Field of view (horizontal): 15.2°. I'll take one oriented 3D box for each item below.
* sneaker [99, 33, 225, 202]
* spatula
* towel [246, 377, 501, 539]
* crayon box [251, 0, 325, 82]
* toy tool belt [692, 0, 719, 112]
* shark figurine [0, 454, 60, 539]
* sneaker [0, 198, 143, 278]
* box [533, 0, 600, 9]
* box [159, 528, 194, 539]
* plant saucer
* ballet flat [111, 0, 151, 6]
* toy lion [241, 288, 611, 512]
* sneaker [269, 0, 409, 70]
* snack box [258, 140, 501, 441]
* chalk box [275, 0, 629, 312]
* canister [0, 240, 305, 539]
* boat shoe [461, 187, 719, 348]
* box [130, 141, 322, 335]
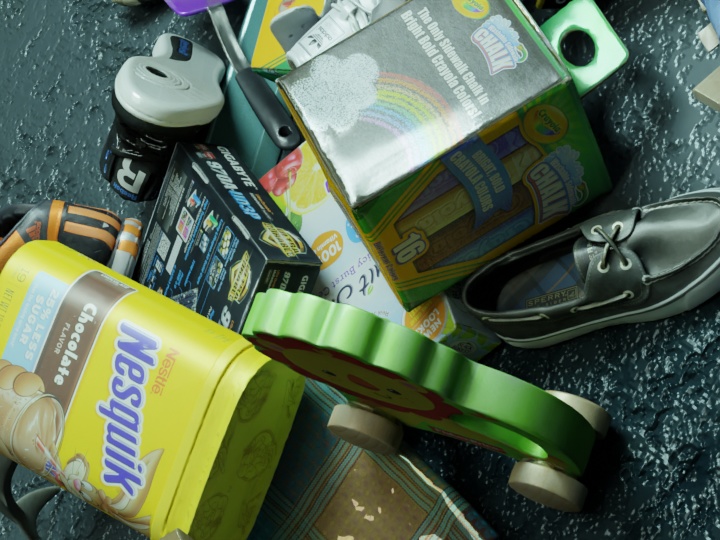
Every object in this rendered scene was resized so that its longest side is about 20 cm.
[{"bbox_3d":[-0.145,-0.092,1.893,0.112,0.073,0.200,-64,0,15],"label":"sneaker"},{"bbox_3d":[-0.088,-0.155,1.917,0.056,0.021,0.201,-21,57,-15],"label":"spatula"},{"bbox_3d":[-0.018,0.157,1.715,0.200,0.022,0.147,43,111,27],"label":"towel"},{"bbox_3d":[0.007,-0.221,1.857,0.118,0.058,0.201,7,79,44],"label":"crayon box"},{"bbox_3d":[0.218,-0.195,1.608,0.123,0.125,0.201,-36,52,17],"label":"toy tool belt"},{"bbox_3d":[-0.226,0.122,1.855,0.090,0.127,0.216,45,129,41],"label":"shark figurine"},{"bbox_3d":[-0.232,0.020,1.914,0.078,0.111,0.201,-84,15,-51],"label":"sneaker"},{"bbox_3d":[0.130,-0.292,1.719,0.160,0.049,0.201,108,155,-55],"label":"box"},{"bbox_3d":[-0.051,0.268,1.644,0.021,0.164,0.201,-29,56,5],"label":"box"},{"bbox_3d":[-0.075,-0.123,1.926,0.070,0.019,0.201,11,81,44],"label":"plant saucer"},{"bbox_3d":[-0.122,-0.266,1.997,0.200,0.057,0.067,-37,51,27],"label":"ballet flat"},{"bbox_3d":[0.034,0.066,1.589,0.199,0.192,0.069,17,77,21],"label":"toy lion"},{"bbox_3d":[0.008,-0.173,1.705,0.075,0.114,0.201,54,155,40],"label":"sneaker"},{"bbox_3d":[0.000,0.000,1.782,0.142,0.053,0.201,-39,52,28],"label":"snack box"},{"bbox_3d":[0.072,-0.095,1.678,0.199,0.124,0.125,-30,53,-2],"label":"chalk box"},{"bbox_3d":[-0.151,0.082,1.729,0.199,0.086,0.149,25,100,26],"label":"canister"},{"bbox_3d":[0.149,-0.001,1.640,0.199,0.056,0.069,-24,59,35],"label":"boat shoe"},{"bbox_3d":[-0.106,0.037,1.821,0.159,0.046,0.201,51,127,49],"label":"box"}]
